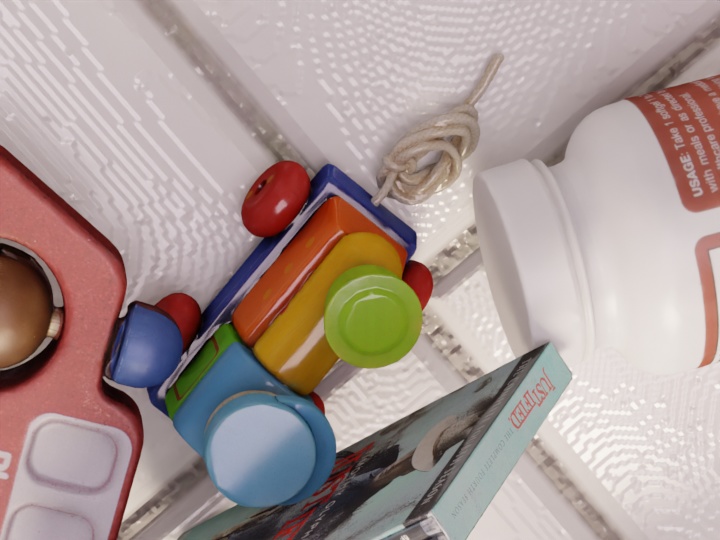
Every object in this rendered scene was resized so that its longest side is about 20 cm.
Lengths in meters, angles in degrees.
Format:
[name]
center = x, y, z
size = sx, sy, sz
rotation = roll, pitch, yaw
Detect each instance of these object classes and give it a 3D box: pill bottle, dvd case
[pill bottle]
center = 0.151, -0.023, 1.024
size = 0.199, 0.112, 0.113
rotation = -14, 108, -6
[dvd case]
center = -0.021, 0.103, 0.970
size = 0.200, 0.146, 0.022
rotation = -28, 100, 30

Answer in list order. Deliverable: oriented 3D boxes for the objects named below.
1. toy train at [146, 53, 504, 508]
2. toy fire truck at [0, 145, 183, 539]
[toy train]
center = 0.000, 0.000, 1.000
size = 0.085, 0.116, 0.200
rotation = 38, 96, -18
[toy fire truck]
center = -0.161, 0.047, 0.982
size = 0.167, 0.112, 0.201
rotation = 15, 103, -11
